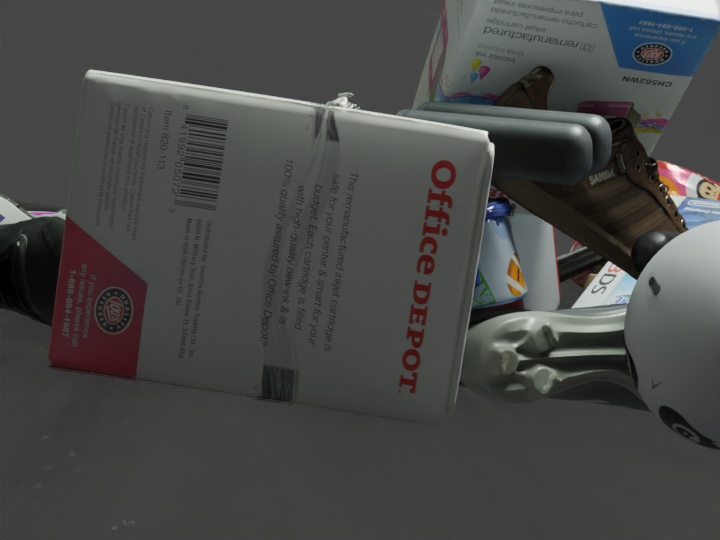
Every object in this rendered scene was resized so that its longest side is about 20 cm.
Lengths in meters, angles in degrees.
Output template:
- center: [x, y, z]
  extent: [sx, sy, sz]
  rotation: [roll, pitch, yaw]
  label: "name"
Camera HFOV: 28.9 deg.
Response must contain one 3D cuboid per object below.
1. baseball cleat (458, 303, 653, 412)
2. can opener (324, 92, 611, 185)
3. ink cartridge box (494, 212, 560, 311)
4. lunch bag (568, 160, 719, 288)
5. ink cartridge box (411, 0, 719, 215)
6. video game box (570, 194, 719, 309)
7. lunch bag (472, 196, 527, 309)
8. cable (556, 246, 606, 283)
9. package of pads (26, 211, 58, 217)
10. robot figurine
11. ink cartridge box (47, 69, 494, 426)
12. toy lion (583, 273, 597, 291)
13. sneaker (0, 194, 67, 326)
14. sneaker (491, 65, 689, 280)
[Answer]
- center: [0.132, 0.045, 0.846]
  extent: [0.199, 0.070, 0.106]
  rotation: [7, 3, -29]
  label: "baseball cleat"
- center: [0.042, -0.065, 0.780]
  extent: [0.199, 0.067, 0.053]
  rotation: [4, 20, 31]
  label: "can opener"
- center: [0.038, -0.022, 1.036]
  extent: [0.199, 0.146, 0.083]
  rotation: [9, 42, 25]
  label: "ink cartridge box"
- center: [0.284, -0.011, 1.212]
  extent: [0.175, 0.082, 0.200]
  rotation: [26, -17, -3]
  label: "lunch bag"
- center: [0.119, -0.123, 0.869]
  extent: [0.143, 0.085, 0.200]
  rotation: [7, -34, -7]
  label: "ink cartridge box"
- center: [0.263, 0.021, 0.979]
  extent: [0.199, 0.047, 0.182]
  rotation: [10, 43, 37]
  label: "video game box"
- center: [0.000, 0.000, 0.837]
  extent: [0.199, 0.076, 0.160]
  rotation: [-13, 3, -8]
  label: "lunch bag"
- center: [0.126, 0.003, 1.157]
  extent: [0.200, 0.051, 0.097]
  rotation: [-31, -14, 35]
  label: "cable"
- center: [-0.126, 0.003, 0.969]
  extent: [0.199, 0.069, 0.154]
  rotation: [5, 4, -41]
  label: "package of pads"
- center: [0.227, 0.038, 0.751]
  extent: [0.150, 0.126, 0.199]
  rotation: [-4, -6, 44]
  label: "robot figurine"
- center: [-0.043, -0.012, 0.701]
  extent: [0.199, 0.148, 0.083]
  rotation: [9, 6, 0]
  label: "ink cartridge box"
- center: [0.284, 0.061, 1.144]
  extent: [0.191, 0.069, 0.200]
  rotation: [15, -1, -30]
  label: "toy lion"
- center: [-0.225, 0.005, 0.850]
  extent: [0.087, 0.076, 0.199]
  rotation: [-18, 17, -33]
  label: "sneaker"
- center: [0.156, -0.046, 0.832]
  extent: [0.199, 0.076, 0.070]
  rotation: [28, 11, -28]
  label: "sneaker"
